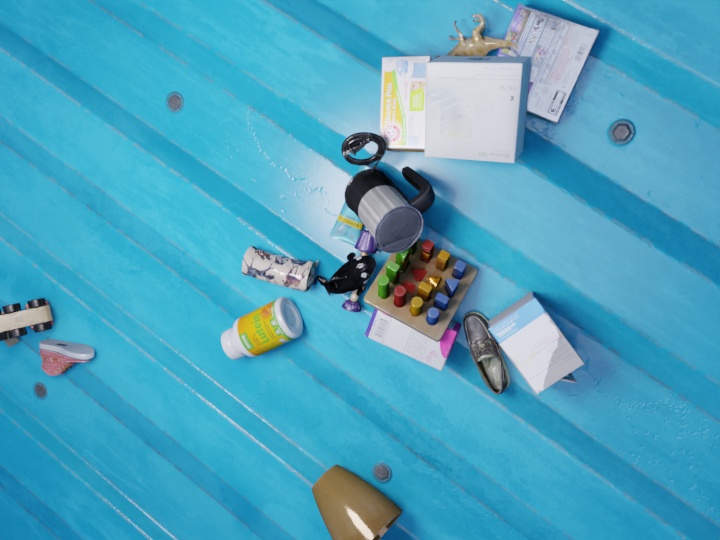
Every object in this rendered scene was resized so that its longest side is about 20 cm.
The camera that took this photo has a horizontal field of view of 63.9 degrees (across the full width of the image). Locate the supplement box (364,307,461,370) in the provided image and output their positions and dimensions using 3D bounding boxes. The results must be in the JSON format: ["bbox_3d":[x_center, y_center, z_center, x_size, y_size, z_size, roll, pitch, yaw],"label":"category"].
[{"bbox_3d":[0.128,0.143,1.380,0.199,0.103,0.102,24,103,14],"label":"supplement box"}]

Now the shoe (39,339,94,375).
[{"bbox_3d":[-0.872,0.267,1.720,0.199,0.071,0.092,7,101,21],"label":"shoe"}]

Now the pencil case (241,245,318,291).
[{"bbox_3d":[-0.209,-0.007,1.476,0.199,0.090,0.078,14,130,15],"label":"pencil case"}]

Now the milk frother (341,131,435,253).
[{"bbox_3d":[0.040,-0.176,1.268,0.181,0.200,0.188,-50,40,13],"label":"milk frother"}]

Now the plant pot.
[{"bbox_3d":[-0.026,0.599,1.462,0.200,0.186,0.187,44,107,21],"label":"plant pot"}]

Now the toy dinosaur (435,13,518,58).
[{"bbox_3d":[0.260,-0.506,1.275,0.199,0.058,0.102,1,102,37],"label":"toy dinosaur"}]

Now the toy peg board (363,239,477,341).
[{"bbox_3d":[0.139,0.019,1.309,0.198,0.098,0.201,28,71,14],"label":"toy peg board"}]

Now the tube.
[{"bbox_3d":[-0.009,-0.161,1.413,0.077,0.050,0.201,24,108,11],"label":"tube"}]

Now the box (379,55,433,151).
[{"bbox_3d":[0.109,-0.373,1.316,0.112,0.101,0.202,4,98,16],"label":"box"}]

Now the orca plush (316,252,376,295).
[{"bbox_3d":[-0.050,0.010,1.386,0.199,0.071,0.106,-7,84,50],"label":"orca plush"}]

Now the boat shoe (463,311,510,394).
[{"bbox_3d":[0.296,0.194,1.354,0.071,0.066,0.202,-22,91,18],"label":"boat shoe"}]

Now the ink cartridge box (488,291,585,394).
[{"bbox_3d":[0.393,0.168,1.284,0.125,0.129,0.201,-36,85,13],"label":"ink cartridge box"}]

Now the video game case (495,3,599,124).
[{"bbox_3d":[0.384,-0.445,1.252,0.180,0.045,0.201,25,104,12],"label":"video game case"}]

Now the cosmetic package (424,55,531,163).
[{"bbox_3d":[0.247,-0.345,1.232,0.198,0.123,0.201,8,118,22],"label":"cosmetic package"}]

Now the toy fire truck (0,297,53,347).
[{"bbox_3d":[-1.018,0.161,1.723,0.200,0.175,0.130,-5,99,59],"label":"toy fire truck"}]

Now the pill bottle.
[{"bbox_3d":[-0.258,0.157,1.493,0.199,0.111,0.112,-26,89,18],"label":"pill bottle"}]

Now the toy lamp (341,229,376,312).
[{"bbox_3d":[0.000,0.000,1.425,0.058,0.058,0.201,18,104,14],"label":"toy lamp"}]
